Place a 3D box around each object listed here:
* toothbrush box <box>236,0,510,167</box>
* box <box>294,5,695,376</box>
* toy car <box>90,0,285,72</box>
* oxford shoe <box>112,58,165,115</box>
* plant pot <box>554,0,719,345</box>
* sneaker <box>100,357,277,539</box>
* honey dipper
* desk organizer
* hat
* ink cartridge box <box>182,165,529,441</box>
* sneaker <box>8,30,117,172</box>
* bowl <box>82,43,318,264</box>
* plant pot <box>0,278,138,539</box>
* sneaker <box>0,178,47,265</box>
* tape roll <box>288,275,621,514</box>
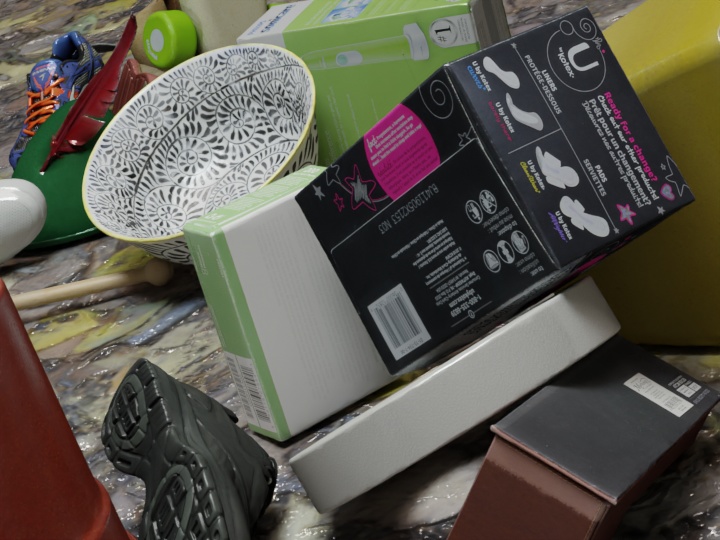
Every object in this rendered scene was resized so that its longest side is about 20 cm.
[{"bbox_3d":[0.021,-0.143,1.675,0.199,0.147,0.086,-7,23,22],"label":"toothbrush box"},{"bbox_3d":[0.074,-0.041,1.218,0.114,0.133,0.200,-26,-6,-32],"label":"box"},{"bbox_3d":[-0.182,-0.252,2.097,0.163,0.159,0.199,-9,-4,-39],"label":"toy car"},{"bbox_3d":[-0.187,-0.152,1.978,0.074,0.071,0.200,12,10,-18],"label":"oxford shoe"},{"bbox_3d":[0.200,-0.065,1.330,0.175,0.201,0.200,-18,19,28],"label":"plant pot"},{"bbox_3d":[-0.082,0.126,1.201,0.090,0.076,0.201,20,28,-31],"label":"sneaker"},{"bbox_3d":[-0.241,0.018,1.620,0.198,0.038,0.038,-14,22,2],"label":"honey dipper"},{"bbox_3d":[0.118,0.104,1.110,0.071,0.077,0.200,30,22,16],"label":"desk organizer"},{"bbox_3d":[-0.254,-0.133,1.796,0.198,0.177,0.166,-14,22,5],"label":"hat"},{"bbox_3d":[0.000,0.000,1.349,0.199,0.146,0.048,-27,20,-26],"label":"ink cartridge box"},{"bbox_3d":[-0.292,-0.156,1.998,0.075,0.079,0.201,-14,31,18],"label":"sneaker"},{"bbox_3d":[-0.104,-0.070,1.623,0.199,0.094,0.202,-19,43,18],"label":"bowl"},{"bbox_3d":[-0.239,0.113,1.181,0.199,0.197,0.201,-13,22,5],"label":"plant pot"},{"bbox_3d":[-0.346,-0.001,1.702,0.199,0.074,0.116,-23,23,8],"label":"sneaker"},{"bbox_3d":[0.053,0.068,1.177,0.202,0.037,0.203,-32,-3,-2],"label":"tape roll"}]
